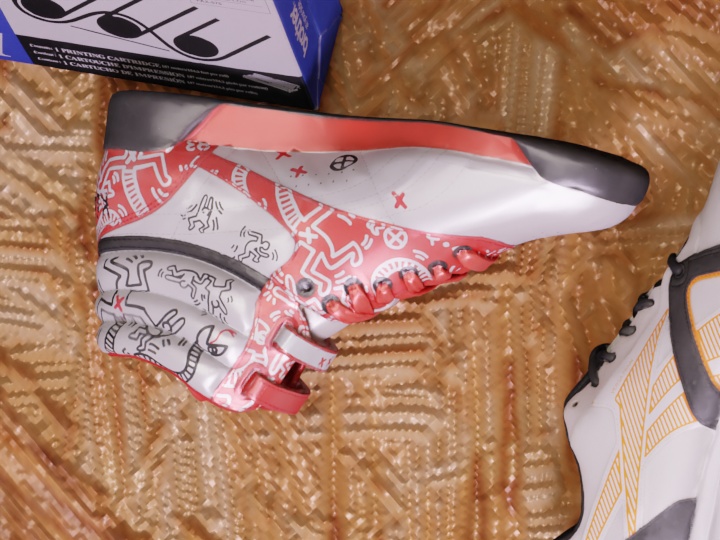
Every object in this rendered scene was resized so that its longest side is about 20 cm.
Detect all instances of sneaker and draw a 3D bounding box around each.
[{"bbox_3d":[0.110,0.030,1.018,0.080,0.074,0.201,13,90,15],"label":"sneaker"},{"bbox_3d":[0.000,0.000,1.049,0.200,0.067,0.109,7,90,16],"label":"sneaker"}]

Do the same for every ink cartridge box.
[{"bbox_3d":[-0.113,-0.110,1.060,0.199,0.094,0.044,10,69,14],"label":"ink cartridge box"}]
